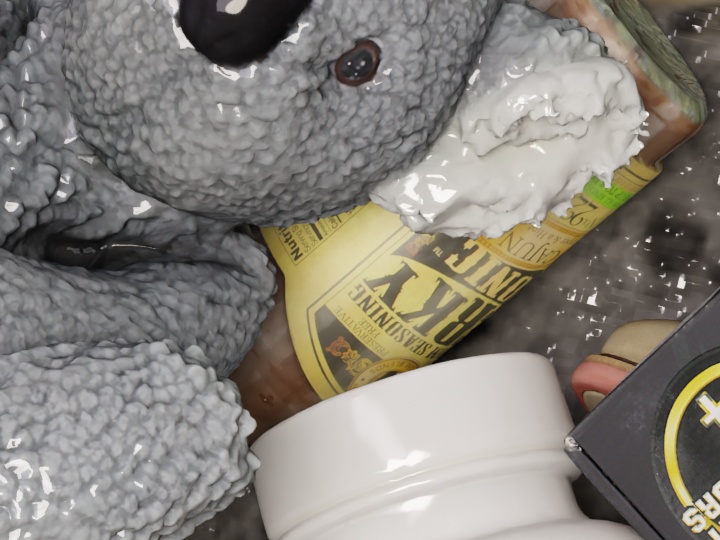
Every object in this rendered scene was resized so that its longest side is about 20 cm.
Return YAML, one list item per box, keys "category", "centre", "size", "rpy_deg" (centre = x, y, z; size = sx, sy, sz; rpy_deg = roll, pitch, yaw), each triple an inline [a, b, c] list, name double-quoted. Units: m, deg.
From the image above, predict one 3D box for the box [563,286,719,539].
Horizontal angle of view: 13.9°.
- category: "box"
  centre: [0.164, 0.028, 0.618]
  size: [0.161, 0.049, 0.200]
  rpy_deg: [47, 117, 5]

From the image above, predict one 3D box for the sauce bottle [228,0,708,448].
- category: "sauce bottle"
  centre: [0.000, 0.000, 0.777]
  size: [0.200, 0.065, 0.065]
  rpy_deg: [-41, 68, 17]

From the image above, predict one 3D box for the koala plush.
- category: "koala plush"
  centre: [-0.048, -0.040, 0.696]
  size: [0.200, 0.184, 0.177]
  rpy_deg: [-39, 85, -6]

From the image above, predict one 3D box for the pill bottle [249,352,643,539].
- category: "pill bottle"
  centre: [0.037, 0.127, 0.714]
  size: [0.111, 0.111, 0.201]
  rpy_deg: [-22, 75, 21]

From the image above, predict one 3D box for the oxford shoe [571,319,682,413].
- category: "oxford shoe"
  centre: [0.150, 0.035, 0.708]
  size: [0.199, 0.070, 0.075]
  rpy_deg: [14, 71, 22]
